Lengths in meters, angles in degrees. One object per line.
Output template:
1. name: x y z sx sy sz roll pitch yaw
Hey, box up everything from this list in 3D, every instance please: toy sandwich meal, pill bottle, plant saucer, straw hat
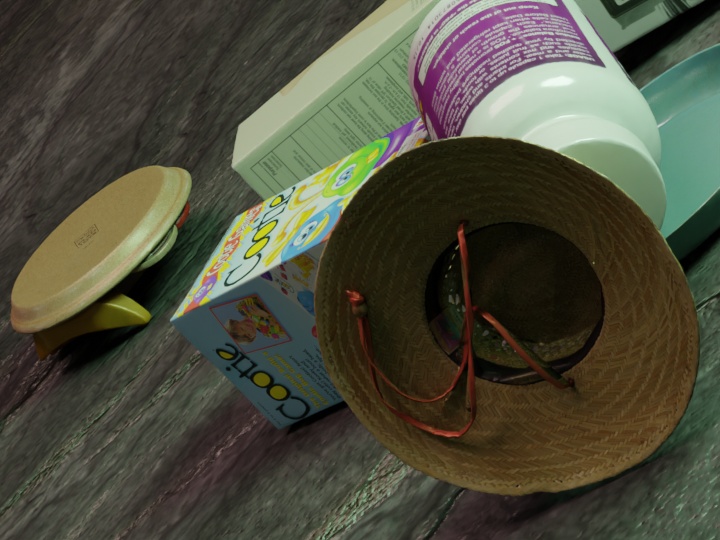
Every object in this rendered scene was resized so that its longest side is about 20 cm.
1. toy sandwich meal: -0.200 -0.001 2.039 0.205 0.070 0.205 -35 22 16
2. pill bottle: 0.096 -0.074 1.371 0.112 0.112 0.200 -41 27 11
3. plant saucer: 0.163 -0.049 1.410 0.200 0.027 0.200 -40 18 16
4. straw hat: 0.080 0.008 1.244 0.201 0.201 0.085 -32 8 34

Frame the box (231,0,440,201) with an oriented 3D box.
1. box: 0.018 -0.111 1.688 0.200 0.095 0.078 -37 20 17

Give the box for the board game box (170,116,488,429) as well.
1. board game box: 0.000 0.000 1.532 0.200 0.105 0.103 -26 25 43

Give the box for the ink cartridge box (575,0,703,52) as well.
1. ink cartridge box: 0.178 -0.205 1.613 0.200 0.068 0.116 -29 22 23
